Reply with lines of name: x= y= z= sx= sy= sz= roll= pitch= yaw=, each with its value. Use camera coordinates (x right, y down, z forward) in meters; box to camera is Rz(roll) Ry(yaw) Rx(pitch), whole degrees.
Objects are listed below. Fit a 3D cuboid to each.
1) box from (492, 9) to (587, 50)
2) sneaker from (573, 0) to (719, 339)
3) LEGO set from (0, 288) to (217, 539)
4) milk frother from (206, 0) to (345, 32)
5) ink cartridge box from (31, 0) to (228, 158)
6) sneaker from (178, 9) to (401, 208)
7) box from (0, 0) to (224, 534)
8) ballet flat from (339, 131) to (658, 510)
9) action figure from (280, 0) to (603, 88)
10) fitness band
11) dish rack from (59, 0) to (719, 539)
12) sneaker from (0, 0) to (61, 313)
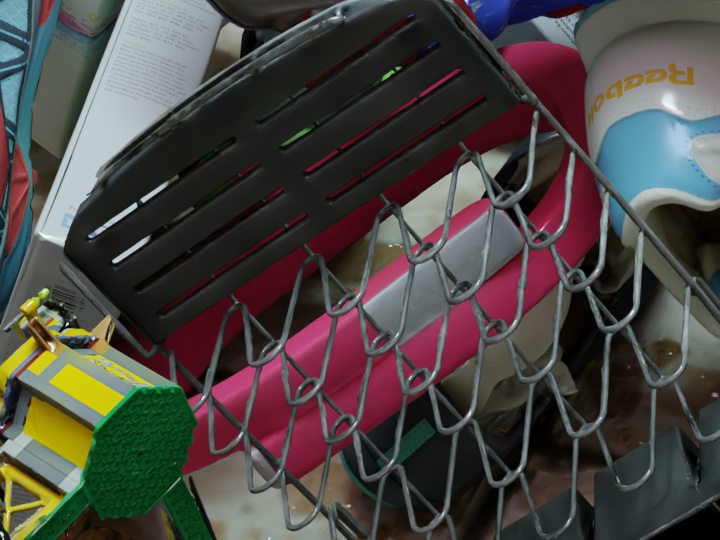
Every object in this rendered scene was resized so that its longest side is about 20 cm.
box: x=0.065 y=-0.162 z=1.041 sx=0.041 sy=0.156 sz=0.200 roll=-29 pitch=21 yaw=38
sneaker: x=0.134 y=-0.009 z=0.833 sx=0.076 sy=0.200 sz=0.081 roll=-25 pitch=51 yaw=34
LEGO set: x=-0.106 y=0.095 z=0.730 sx=0.116 sy=0.200 sz=0.154 roll=27 pitch=70 yaw=37
milk frother: x=0.059 y=-0.172 z=0.812 sx=0.187 sy=0.181 sz=0.200 roll=-5 pitch=3 yaw=26
ink cartridge box: x=-0.089 y=-0.125 z=1.000 sx=0.067 sy=0.200 sz=0.116 roll=37 pitch=49 yaw=11
sneaker: x=-0.021 y=-0.085 z=0.994 sx=0.077 sy=0.084 sz=0.200 roll=-34 pitch=11 yaw=39
box: x=-0.087 y=-0.017 z=0.884 sx=0.036 sy=0.145 sz=0.200 roll=21 pitch=39 yaw=-5
ballet flat: x=0.063 y=0.001 z=0.895 sx=0.073 sy=0.073 sz=0.200 roll=17 pitch=46 yaw=26
action figure: x=0.061 y=-0.124 z=0.933 sx=0.200 sy=0.099 sz=0.065 roll=-10 pitch=-3 yaw=-39
fitness band: x=0.000 y=0.000 z=0.867 sx=0.200 sy=0.037 sz=0.144 roll=-35 pitch=21 yaw=7
dish rack: x=0.020 y=0.024 z=0.749 sx=0.153 sy=0.200 sz=0.055 roll=-34 pitch=26 yaw=19
sneaker: x=-0.143 y=-0.064 z=0.896 sx=0.079 sy=0.201 sz=0.096 roll=1 pitch=12 yaw=5
